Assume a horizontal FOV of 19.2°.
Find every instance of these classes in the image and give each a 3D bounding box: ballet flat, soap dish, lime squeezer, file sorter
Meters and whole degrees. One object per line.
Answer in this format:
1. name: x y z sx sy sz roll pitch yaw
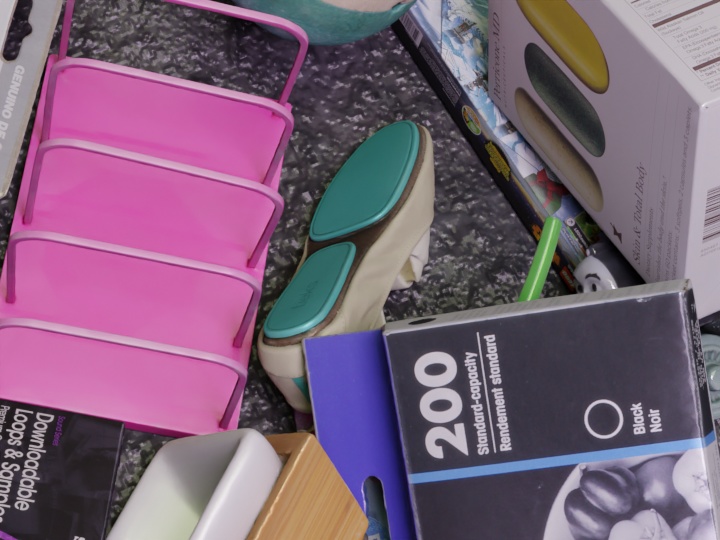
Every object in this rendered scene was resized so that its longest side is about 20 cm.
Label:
1. ballet flat: 0.000 0.000 1.141 0.069 0.070 0.200 29 46 1
2. soap dish: -0.084 0.175 1.018 0.081 0.157 0.201 34 71 -16
3. lime squeezer: 0.045 0.063 1.067 0.200 0.071 0.038 -44 124 6
4. file sorter: -0.111 -0.032 1.105 0.138 0.125 0.201 11 68 -7

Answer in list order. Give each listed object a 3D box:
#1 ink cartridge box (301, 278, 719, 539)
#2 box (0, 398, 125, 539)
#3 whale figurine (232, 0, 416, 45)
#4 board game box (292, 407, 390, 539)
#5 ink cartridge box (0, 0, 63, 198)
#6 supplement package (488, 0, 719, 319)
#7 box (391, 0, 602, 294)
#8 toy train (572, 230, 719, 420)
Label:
1. ink cartridge box: 0.073 0.116 1.004 0.199 0.043 0.199 -9 91 18
2. box: -0.220 0.109 1.042 0.199 0.036 0.143 12 31 -7
3. whale figurine: -0.047 -0.205 1.143 0.200 0.104 0.159 50 43 12
4. board game box: 0.076 0.142 1.070 0.198 0.043 0.201 -16 71 15
5. ink cartridge box: -0.246 -0.126 1.131 0.175 0.084 0.201 13 68 0
6. supplement package: 0.177 -0.111 1.093 0.150 0.152 0.200 -21 49 -17
7. box: 0.127 -0.100 1.220 0.137 0.040 0.200 -29 77 -18
8. toy train: 0.207 0.007 1.159 0.199 0.085 0.114 -21 95 -20
